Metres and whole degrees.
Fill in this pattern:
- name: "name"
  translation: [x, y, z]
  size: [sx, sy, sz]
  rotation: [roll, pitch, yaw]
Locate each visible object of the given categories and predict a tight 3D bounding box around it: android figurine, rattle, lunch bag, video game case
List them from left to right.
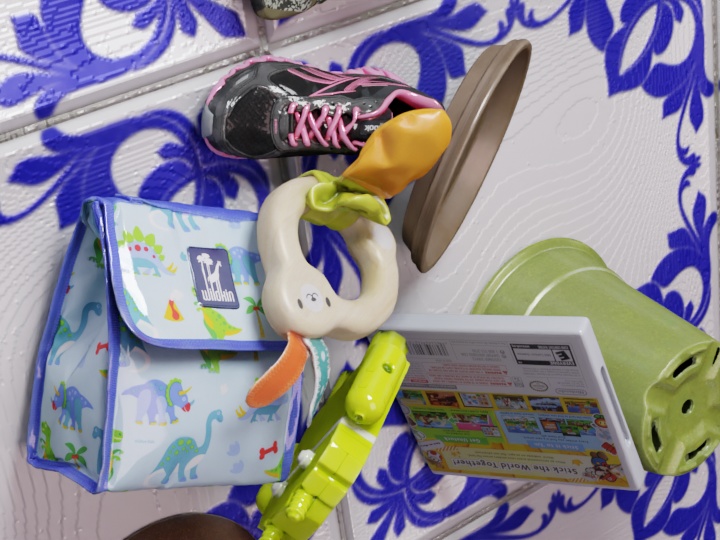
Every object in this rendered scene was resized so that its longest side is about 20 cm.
- name: "lunch bag"
  translation: [-0.130, 0.051, 1.051]
  size: [0.170, 0.127, 0.200]
  rotation: [5, 92, -43]
- name: "android figurine"
  translation: [-0.024, 0.134, 1.134]
  size: [0.041, 0.182, 0.200]
  rotation: [35, 44, -4]
- name: "rattle"
  translation: [0.000, 0.000, 1.020]
  size: [0.130, 0.143, 0.200]
  rotation: [59, 31, -28]
- name: "video game case"
  translation: [0.119, 0.108, 1.223]
  size: [0.023, 0.200, 0.182]
  rotation: [-59, 136, -40]

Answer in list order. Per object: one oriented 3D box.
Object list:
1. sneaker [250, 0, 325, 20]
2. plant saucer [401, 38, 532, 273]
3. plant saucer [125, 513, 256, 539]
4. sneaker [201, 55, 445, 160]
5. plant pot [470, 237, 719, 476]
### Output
- name: "sneaker"
  translation: [0.007, -0.238, 1.073]
  size: [0.200, 0.089, 0.077]
  rotation: [-32, 124, -25]
- name: "plant saucer"
  translation: [0.081, -0.093, 1.160]
  size: [0.200, 0.029, 0.200]
  rotation: [-62, 170, -20]
- name: "plant saucer"
  translation: [-0.146, 0.294, 1.181]
  size: [0.200, 0.034, 0.201]
  rotation: [-14, 113, -35]
- name: "sneaker"
  translation: [-0.020, -0.114, 1.094]
  size: [0.200, 0.095, 0.079]
  rotation: [-9, 113, -35]
- name: "plant pot"
  translation: [0.223, 0.090, 1.300]
  size: [0.200, 0.190, 0.200]
  rotation: [-14, 114, -35]
